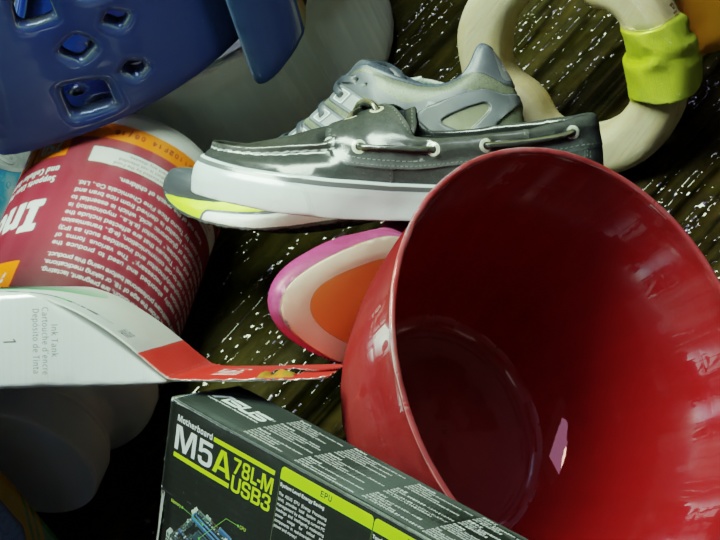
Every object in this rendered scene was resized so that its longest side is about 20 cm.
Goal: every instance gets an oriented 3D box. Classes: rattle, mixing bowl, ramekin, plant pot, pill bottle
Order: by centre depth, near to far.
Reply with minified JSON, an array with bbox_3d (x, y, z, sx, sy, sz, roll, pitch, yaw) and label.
[{"bbox_3d":[0.067,0.058,1.058,0.108,0.200,0.200,-30,30,51],"label":"mixing bowl"},{"bbox_3d":[-0.129,-0.203,1.255,0.180,0.200,0.200,-9,44,7],"label":"plant pot"},{"bbox_3d":[-0.149,0.021,1.261,0.113,0.113,0.200,-6,47,27],"label":"pill bottle"},{"bbox_3d":[0.102,-0.115,1.274,0.200,0.130,0.143,-34,20,42],"label":"rattle"},{"bbox_3d":[-0.077,-0.143,1.389,0.200,0.098,0.201,-18,43,18],"label":"ramekin"}]

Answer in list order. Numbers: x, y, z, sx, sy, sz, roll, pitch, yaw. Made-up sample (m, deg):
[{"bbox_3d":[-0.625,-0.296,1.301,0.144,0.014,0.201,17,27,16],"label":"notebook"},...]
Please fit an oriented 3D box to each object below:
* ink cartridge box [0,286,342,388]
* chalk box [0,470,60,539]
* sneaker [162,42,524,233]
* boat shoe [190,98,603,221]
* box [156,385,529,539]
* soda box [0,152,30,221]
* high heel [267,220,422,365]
[{"bbox_3d":[-0.110,0.028,1.097,0.200,0.161,0.050,-3,90,3],"label":"ink cartridge box"},{"bbox_3d":[-0.250,0.131,1.151,0.124,0.200,0.124,2,52,34],"label":"chalk box"},{"bbox_3d":[-0.006,-0.064,1.228,0.200,0.074,0.081,-9,87,12],"label":"sneaker"},{"bbox_3d":[0.019,-0.053,1.151,0.200,0.057,0.069,4,6,4],"label":"boat shoe"},{"bbox_3d":[-0.016,0.170,0.990,0.200,0.047,0.193,23,110,45],"label":"box"},{"bbox_3d":[-0.257,-0.013,1.402,0.068,0.064,0.200,22,65,44],"label":"soda box"},{"bbox_3d":[0.000,0.000,1.152,0.096,0.067,0.200,18,19,35],"label":"high heel"}]
